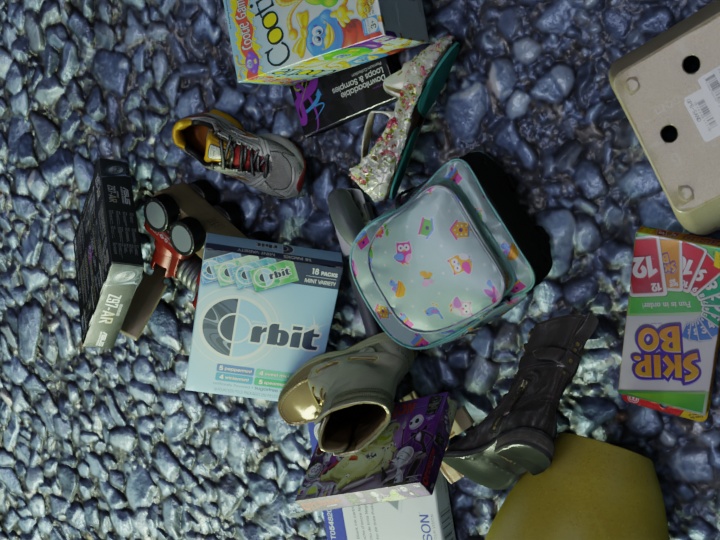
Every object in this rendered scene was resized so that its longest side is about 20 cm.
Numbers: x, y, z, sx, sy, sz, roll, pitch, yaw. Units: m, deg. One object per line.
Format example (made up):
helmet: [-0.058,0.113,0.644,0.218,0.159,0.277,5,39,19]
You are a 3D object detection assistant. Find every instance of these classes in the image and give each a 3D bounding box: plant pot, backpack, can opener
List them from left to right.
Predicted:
can opener: [0.000,0.000,1.191,0.053,0.067,0.204,-15,92,31]
backpack: [0.087,-0.009,1.091,0.199,0.153,0.177,-35,87,35]
plant pot: [0.242,0.256,1.043,0.197,0.200,0.144,14,79,28]
plant pot: [0.335,-0.149,0.897,0.198,0.176,0.202,-28,85,32]

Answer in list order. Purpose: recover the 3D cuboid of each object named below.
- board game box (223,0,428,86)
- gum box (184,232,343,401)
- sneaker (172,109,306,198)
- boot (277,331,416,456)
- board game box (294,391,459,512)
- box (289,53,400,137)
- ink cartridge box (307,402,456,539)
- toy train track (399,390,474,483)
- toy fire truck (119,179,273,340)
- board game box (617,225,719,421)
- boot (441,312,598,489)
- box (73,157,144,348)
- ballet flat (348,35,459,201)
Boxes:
board game box: [-0.040,-0.280,1.095,0.197,0.102,0.107,-10,91,33]
gum box: [-0.121,0.064,1.223,0.167,0.045,0.203,8,117,-9]
sneaker: [-0.155,-0.142,1.247,0.198,0.082,0.079,24,111,24]
boot: [-0.033,0.159,1.153,0.198,0.155,0.073,-28,108,24]
board game box: [0.017,0.210,1.134,0.198,0.121,0.032,-20,121,41]
box: [-0.035,-0.278,1.176,0.141,0.036,0.204,-16,90,33]
ink cartridge box: [0.016,0.269,1.250,0.197,0.040,0.204,-7,96,32]
toy train track: [0.050,0.223,1.179,0.199,0.032,0.116,-37,81,27]
toy fire truck: [-0.230,0.012,1.311,0.175,0.128,0.202,40,128,18]
board game box: [0.321,0.061,1.020,0.094,0.030,0.204,13,118,29]
boot: [0.175,0.138,1.073,0.069,0.176,0.199,34,149,-16]
box: [-0.343,-0.024,1.330,0.161,0.043,0.202,-60,36,37]
ballet flat: [0.044,-0.176,1.100,0.063,0.076,0.203,24,90,12]
